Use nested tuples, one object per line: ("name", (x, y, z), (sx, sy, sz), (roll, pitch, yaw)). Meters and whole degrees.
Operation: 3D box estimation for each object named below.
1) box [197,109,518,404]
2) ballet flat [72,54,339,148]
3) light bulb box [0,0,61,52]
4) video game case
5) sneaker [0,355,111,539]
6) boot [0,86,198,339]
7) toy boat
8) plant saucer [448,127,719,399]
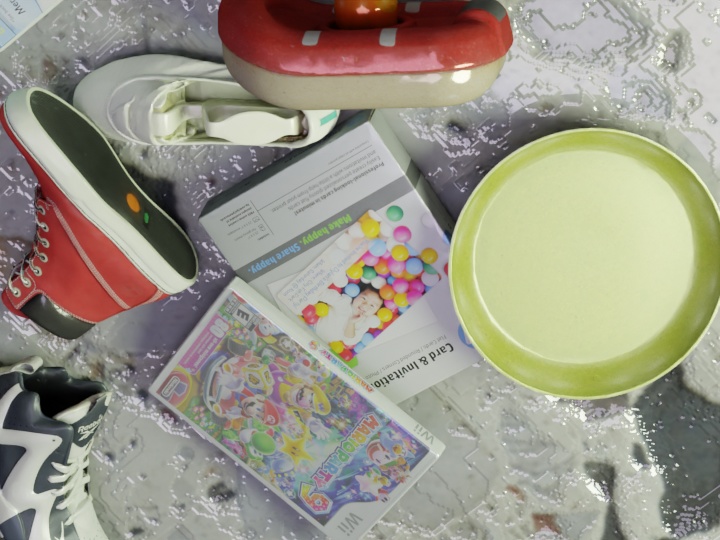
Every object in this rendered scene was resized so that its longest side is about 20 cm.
("box", (0.000, 0.000, 1.710), (0.156, 0.041, 0.200), (-28, 107, 21))
("ballet flat", (-0.116, -0.115, 1.666), (0.200, 0.069, 0.070), (2, 114, 10))
("light bulb box", (-0.296, -0.243, 1.610), (0.200, 0.125, 0.198), (-37, 103, 22))
("video game case", (-0.050, 0.110, 1.748), (0.200, 0.018, 0.143), (39, 131, -1))
("sneaker", (-0.226, 0.149, 1.796), (0.130, 0.079, 0.199), (-31, 95, 30))
("boot", (-0.233, -0.034, 1.708), (0.144, 0.072, 0.200), (-24, 122, 22))
("toy boat", (0.001, -0.182, 1.582), (0.200, 0.131, 0.131), (-1, 107, 10))
("plant saucer", (0.161, -0.007, 1.662), (0.200, 0.031, 0.200), (-1, 105, -2))
